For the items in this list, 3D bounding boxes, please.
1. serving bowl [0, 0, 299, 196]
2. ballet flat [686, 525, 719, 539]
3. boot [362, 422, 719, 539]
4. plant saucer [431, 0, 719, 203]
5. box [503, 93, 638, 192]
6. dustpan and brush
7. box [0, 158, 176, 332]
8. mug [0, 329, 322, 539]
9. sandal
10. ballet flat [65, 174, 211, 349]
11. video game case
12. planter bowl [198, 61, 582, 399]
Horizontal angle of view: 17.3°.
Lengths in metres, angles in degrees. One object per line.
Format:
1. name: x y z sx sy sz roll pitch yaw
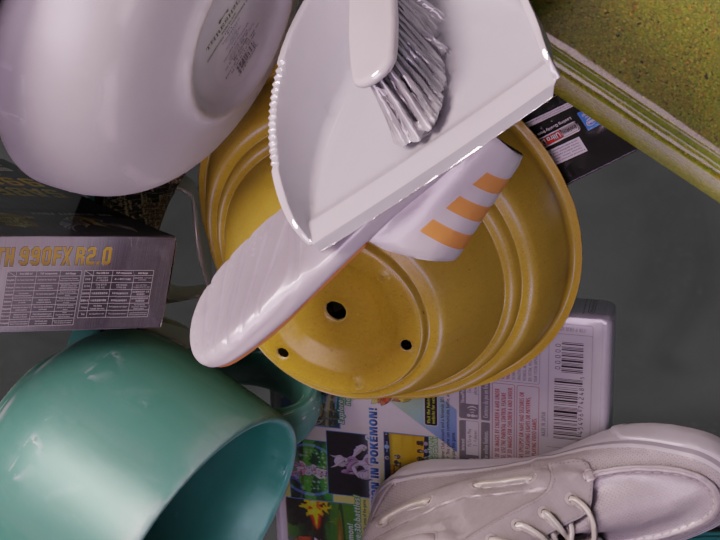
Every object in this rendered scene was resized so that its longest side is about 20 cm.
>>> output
1. serving bowl: -0.079 -0.118 1.057 0.066 0.200 0.200 25 123 20
2. ballet flat: 0.139 0.180 1.244 0.200 0.068 0.064 -11 160 -10
3. boot: 0.094 0.137 1.196 0.200 0.096 0.074 -11 116 20
4. plant saucer: 0.148 -0.132 1.030 0.200 0.048 0.200 33 122 -6
5. box: 0.119 -0.141 1.087 0.200 0.049 0.160 -27 111 26
6. dustpan and brush: 0.008 -0.120 1.033 0.139 0.200 0.057 -33 126 23
7. box: -0.213 -0.015 1.115 0.158 0.200 0.048 23 107 47
8. mug: -0.115 0.104 1.178 0.114 0.185 0.152 32 106 19
9. sandal: 0.012 -0.024 1.045 0.207 0.079 0.059 -43 121 12
10. ballet flat: -0.116 0.013 1.232 0.075 0.068 0.200 5 120 -12
11. video game case: 0.042 0.098 1.258 0.182 0.022 0.200 5 121 12
12. planter bowl: 0.000 0.000 1.136 0.200 0.084 0.201 11 127 15
